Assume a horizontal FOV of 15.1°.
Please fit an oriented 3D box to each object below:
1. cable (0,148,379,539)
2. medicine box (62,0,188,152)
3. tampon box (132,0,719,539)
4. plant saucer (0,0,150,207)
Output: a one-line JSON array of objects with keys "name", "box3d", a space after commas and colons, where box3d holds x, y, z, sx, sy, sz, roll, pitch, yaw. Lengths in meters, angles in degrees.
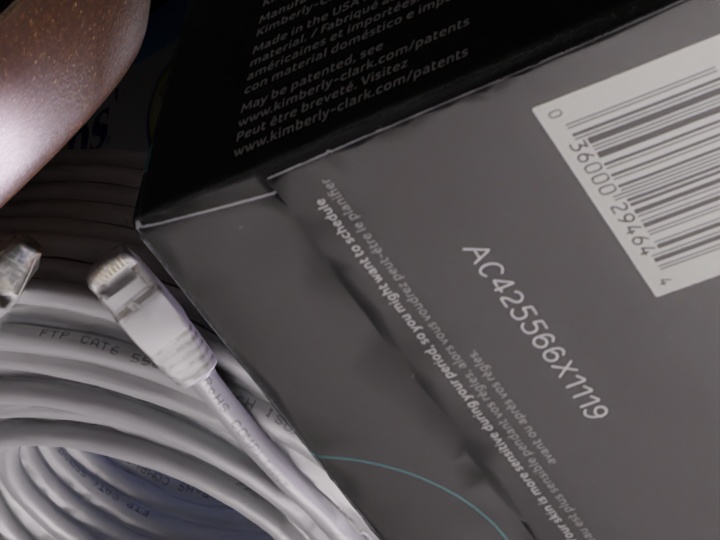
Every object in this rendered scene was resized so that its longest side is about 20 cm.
[{"name": "cable", "box3d": [-0.052, 0.056, 0.733, 0.200, 0.070, 0.199, 41, 140, -23]}, {"name": "medicine box", "box3d": [0.000, 0.000, 0.836, 0.199, 0.104, 0.182, 13, 151, -34]}, {"name": "tampon box", "box3d": [0.057, -0.047, 0.572, 0.126, 0.201, 0.150, -20, 127, 25]}, {"name": "plant saucer", "box3d": [-0.118, -0.022, 0.662, 0.200, 0.037, 0.201, -38, -167, 10]}]
